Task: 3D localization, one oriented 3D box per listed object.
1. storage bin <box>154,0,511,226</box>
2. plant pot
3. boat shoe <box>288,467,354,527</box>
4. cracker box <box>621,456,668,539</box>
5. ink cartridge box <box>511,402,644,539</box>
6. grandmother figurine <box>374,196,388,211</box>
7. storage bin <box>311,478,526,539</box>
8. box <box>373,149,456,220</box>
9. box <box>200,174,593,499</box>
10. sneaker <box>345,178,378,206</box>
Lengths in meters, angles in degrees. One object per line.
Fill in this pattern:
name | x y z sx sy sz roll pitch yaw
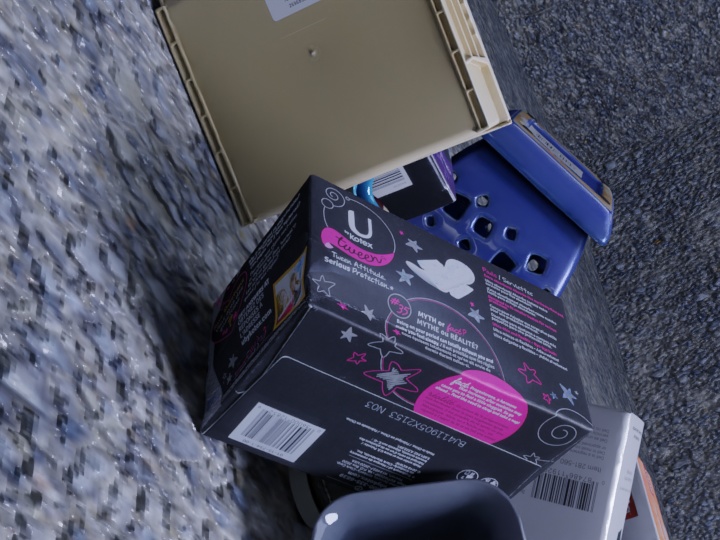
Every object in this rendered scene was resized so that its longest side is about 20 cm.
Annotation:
storage bin | -0.023 -0.159 0.813 0.200 0.199 0.094 68 19 -6
plant pot | 0.160 -0.058 1.205 0.200 0.180 0.200 42 18 2
boat shoe | 0.007 0.129 0.815 0.202 0.060 0.073 -30 100 -73
cracker box | 0.149 0.243 0.896 0.058 0.199 0.135 50 25 -49
ink cartridge box | 0.111 0.189 0.807 0.084 0.145 0.202 30 72 -65
grandmother figurine | 0.005 -0.030 1.011 0.201 0.060 0.121 62 11 -18
storage bin | 0.031 0.248 0.662 0.135 0.144 0.201 95 -13 -57
box | 0.014 -0.161 1.101 0.148 0.104 0.201 56 22 -39
box | 0.019 0.056 0.687 0.199 0.132 0.115 25 38 -22
sneaker | 0.000 0.000 0.907 0.073 0.081 0.202 -13 84 -73
